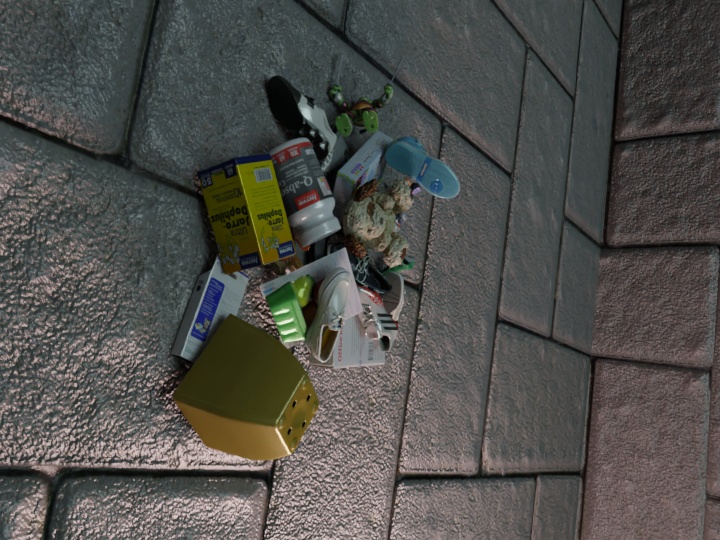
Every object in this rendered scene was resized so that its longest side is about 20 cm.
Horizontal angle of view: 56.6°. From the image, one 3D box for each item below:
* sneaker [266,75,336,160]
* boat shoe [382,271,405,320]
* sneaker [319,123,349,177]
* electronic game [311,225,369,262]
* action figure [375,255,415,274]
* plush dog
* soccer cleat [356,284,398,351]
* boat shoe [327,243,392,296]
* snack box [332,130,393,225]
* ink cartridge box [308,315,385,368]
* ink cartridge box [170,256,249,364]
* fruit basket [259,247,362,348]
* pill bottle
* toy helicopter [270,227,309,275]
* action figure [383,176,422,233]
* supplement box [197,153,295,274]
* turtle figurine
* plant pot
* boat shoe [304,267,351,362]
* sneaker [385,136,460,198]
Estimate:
[{"bbox_3d":[-0.125,-0.341,1.454,0.201,0.073,0.089,53,40,-18],"label":"sneaker"},{"bbox_3d":[0.073,0.085,1.701,0.065,0.073,0.206,-48,150,-53],"label":"boat shoe"},{"bbox_3d":[-0.071,-0.231,1.538,0.116,0.074,0.203,54,50,-41],"label":"sneaker"},{"bbox_3d":[-0.044,-0.026,1.591,0.198,0.041,0.206,18,66,-48],"label":"electronic game"},{"bbox_3d":[0.088,-0.017,1.741,0.199,0.116,0.056,-10,87,-60],"label":"action figure"},{"bbox_3d":[0.020,-0.118,1.527,0.170,0.157,0.206,4,95,-59],"label":"plush dog"},{"bbox_3d":[0.028,0.110,1.546,0.201,0.067,0.087,52,43,-40],"label":"soccer cleat"},{"bbox_3d":[0.000,0.000,1.555,0.200,0.061,0.076,45,48,-33],"label":"boat shoe"},{"bbox_3d":[0.001,-0.220,1.584,0.201,0.052,0.144,-52,167,-41],"label":"snack box"},{"bbox_3d":[-0.028,0.152,1.592,0.198,0.084,0.152,7,84,-50],"label":"ink cartridge box"},{"bbox_3d":[-0.288,0.085,1.295,0.099,0.039,0.204,37,64,-46],"label":"ink cartridge box"},{"bbox_3d":[-0.102,0.058,1.426,0.197,0.094,0.188,-28,131,-14],"label":"fruit basket"},{"bbox_3d":[-0.120,-0.162,1.398,0.115,0.115,0.204,-24,90,-48],"label":"pill bottle"},{"bbox_3d":[-0.154,-0.039,1.455,0.201,0.077,0.135,60,38,-47],"label":"toy helicopter"},{"bbox_3d":[0.102,-0.167,1.661,0.104,0.198,0.197,39,52,-29],"label":"action figure"},{"bbox_3d":[-0.218,-0.110,1.290,0.109,0.107,0.205,-23,99,-56],"label":"supplement box"},{"bbox_3d":[-0.002,-0.405,1.549,0.141,0.202,0.196,21,33,-9],"label":"turtle figurine"},{"bbox_3d":[-0.191,0.238,1.256,0.197,0.196,0.197,-59,150,-32],"label":"plant pot"},{"bbox_3d":[-0.057,0.095,1.371,0.070,0.070,0.204,7,113,-38],"label":"boat shoe"},{"bbox_3d":[0.155,-0.256,1.596,0.198,0.080,0.131,34,25,-5],"label":"sneaker"}]
